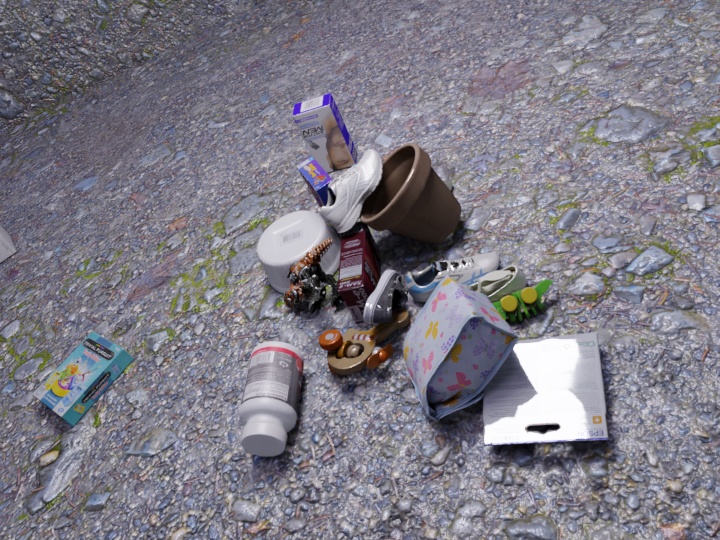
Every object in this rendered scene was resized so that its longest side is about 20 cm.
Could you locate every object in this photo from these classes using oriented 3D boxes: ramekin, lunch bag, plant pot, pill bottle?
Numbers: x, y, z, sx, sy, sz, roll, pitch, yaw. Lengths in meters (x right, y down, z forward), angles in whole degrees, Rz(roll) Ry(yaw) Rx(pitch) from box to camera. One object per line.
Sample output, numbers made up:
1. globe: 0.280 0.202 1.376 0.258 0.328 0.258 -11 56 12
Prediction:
1. ramekin: -0.148 -0.049 1.522 0.199 0.098 0.201 -15 43 15
2. lunch bag: 0.161 0.140 1.123 0.201 0.127 0.170 -57 19 14
3. plant pot: 0.121 -0.148 1.396 0.200 0.174 0.201 -44 28 31
4. pill bottle: -0.172 0.246 1.231 0.110 0.111 0.201 -12 44 17

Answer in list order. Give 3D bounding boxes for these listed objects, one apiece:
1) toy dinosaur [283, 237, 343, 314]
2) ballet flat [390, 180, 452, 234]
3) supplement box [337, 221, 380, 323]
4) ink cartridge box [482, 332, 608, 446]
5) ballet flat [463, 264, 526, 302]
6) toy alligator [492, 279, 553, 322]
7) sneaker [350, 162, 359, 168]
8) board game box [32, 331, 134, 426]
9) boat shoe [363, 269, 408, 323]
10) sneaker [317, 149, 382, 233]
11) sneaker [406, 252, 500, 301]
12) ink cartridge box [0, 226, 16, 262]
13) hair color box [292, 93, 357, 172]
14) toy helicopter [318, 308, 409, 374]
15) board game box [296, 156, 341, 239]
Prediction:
1. toy dinosaur: -0.109 0.019 1.389 0.102 0.201 0.136 -27 59 -31
2. ballet flat: 0.139 -0.164 1.508 0.200 0.064 0.067 -41 42 -15
3. supplement box: 0.000 0.000 1.385 0.060 0.109 0.201 -13 44 16
4. ink cartridge box: 0.304 0.204 1.070 0.195 0.043 0.201 -9 48 22
5. ballet flat: 0.227 0.043 1.253 0.199 0.070 0.070 -26 41 3
6. toy alligator: 0.276 0.077 1.206 0.199 0.059 0.055 -24 82 7
7. sneaker: 0.051 -0.239 1.620 0.095 0.080 0.200 -33 42 -8
8. board game box: -0.664 0.254 1.536 0.150 0.047 0.200 16 57 38
9. boat shoe: 0.063 0.054 1.297 0.066 0.070 0.200 10 20 14
10. sneaker: -0.019 -0.182 1.390 0.074 0.087 0.201 2 62 62
11. sneaker: 0.189 0.005 1.307 0.199 0.073 0.072 -20 40 7
12. ink cartridge box: -1.275 -0.058 2.146 0.200 0.084 0.144 -39 42 -13
13. hair color box: -0.094 -0.365 1.729 0.109 0.200 0.065 -13 45 16
14. toy helicopter: 0.025 0.138 1.264 0.199 0.079 0.132 -34 34 -25
15. board game box: -0.068 -0.155 1.507 0.045 0.200 0.135 -33 41 -4
